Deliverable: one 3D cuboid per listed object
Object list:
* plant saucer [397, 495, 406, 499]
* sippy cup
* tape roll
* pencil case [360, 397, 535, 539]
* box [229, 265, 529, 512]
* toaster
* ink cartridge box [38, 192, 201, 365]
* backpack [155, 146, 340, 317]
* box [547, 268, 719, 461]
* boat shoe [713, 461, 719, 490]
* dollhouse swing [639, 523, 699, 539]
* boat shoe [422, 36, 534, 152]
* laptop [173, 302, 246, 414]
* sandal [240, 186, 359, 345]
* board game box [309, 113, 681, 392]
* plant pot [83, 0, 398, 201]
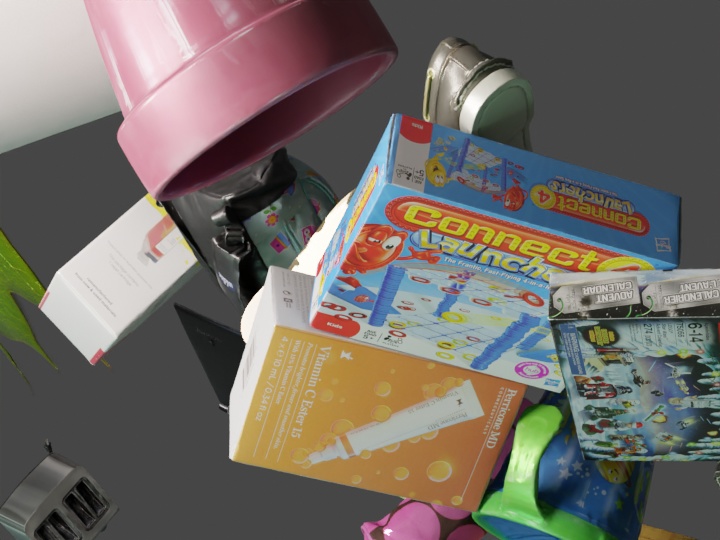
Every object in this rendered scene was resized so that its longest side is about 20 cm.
[{"bbox_3d":[0.034,0.217,1.529,0.199,0.031,0.200,26,169,5],"label":"plant saucer"},{"bbox_3d":[0.174,0.162,1.135,0.139,0.131,0.178,24,164,1],"label":"sippy cup"},{"bbox_3d":[-0.263,-0.205,1.118,0.203,0.139,0.203,159,90,-84],"label":"tape roll"},{"bbox_3d":[0.087,0.200,1.269,0.091,0.200,0.094,59,162,-23],"label":"pencil case"},{"bbox_3d":[0.010,0.092,1.099,0.199,0.098,0.125,13,115,-12],"label":"box"},{"bbox_3d":[-0.602,0.476,2.838,0.118,0.181,0.200,10,141,46],"label":"toaster"},{"bbox_3d":[-0.199,-0.016,1.361,0.083,0.200,0.145,47,156,-2],"label":"ink cartridge box"},{"bbox_3d":[-0.075,-0.022,1.243,0.167,0.126,0.200,37,160,57],"label":"backpack"},{"bbox_3d":[0.207,0.069,0.962,0.136,0.040,0.200,-3,146,16],"label":"box"},{"bbox_3d":[0.332,0.223,1.091,0.201,0.066,0.072,50,156,-16],"label":"boat shoe"},{"bbox_3d":[0.249,0.326,1.259,0.200,0.176,0.182,7,137,52],"label":"dollhouse swing"},{"bbox_3d":[0.078,-0.081,0.983,0.060,0.072,0.202,46,161,25],"label":"boat shoe"},{"bbox_3d":[-0.041,0.098,1.288,0.187,0.200,0.116,21,109,40],"label":"laptop"},{"bbox_3d":[-0.003,-0.005,1.159,0.078,0.212,0.070,56,-163,19],"label":"sandal"},{"bbox_3d":[0.085,-0.004,0.970,0.199,0.056,0.196,15,148,-9],"label":"board game box"},{"bbox_3d":[-0.102,-0.173,0.982,0.179,0.200,0.200,59,156,1],"label":"plant pot"}]
